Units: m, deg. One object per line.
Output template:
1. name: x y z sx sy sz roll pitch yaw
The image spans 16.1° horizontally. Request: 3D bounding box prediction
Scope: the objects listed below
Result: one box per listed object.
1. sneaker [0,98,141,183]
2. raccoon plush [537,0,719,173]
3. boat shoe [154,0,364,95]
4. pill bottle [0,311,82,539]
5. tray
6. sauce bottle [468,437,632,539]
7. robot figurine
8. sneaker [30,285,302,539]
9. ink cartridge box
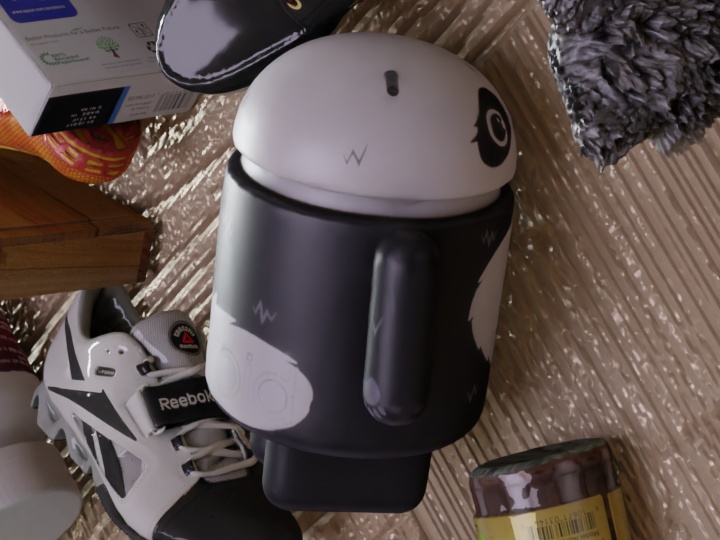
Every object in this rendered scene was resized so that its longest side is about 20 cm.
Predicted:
1. sneaker: -0.171 -0.083 1.268 0.200 0.073 0.077 40 113 48
2. raccoon plush: 0.151 -0.104 0.865 0.200 0.134 0.097 -39 70 45
3. boat shoe: -0.018 -0.142 1.047 0.201 0.063 0.074 -38 89 25
4. pill bottle: -0.231 0.059 1.341 0.201 0.109 0.110 58 134 21
5. tray: -0.204 -0.041 1.291 0.200 0.098 0.037 27 115 42
6. sauce bottle: 0.093 0.172 1.047 0.065 0.064 0.201 -12 89 48
7. robot figurine: 0.002 0.001 1.065 0.150 0.124 0.201 22 115 36
8. sneaker: -0.092 0.070 1.217 0.200 0.074 0.089 37 120 41
9. ink cartridge box: -0.165 -0.150 1.227 0.200 0.099 0.039 54 134 25
